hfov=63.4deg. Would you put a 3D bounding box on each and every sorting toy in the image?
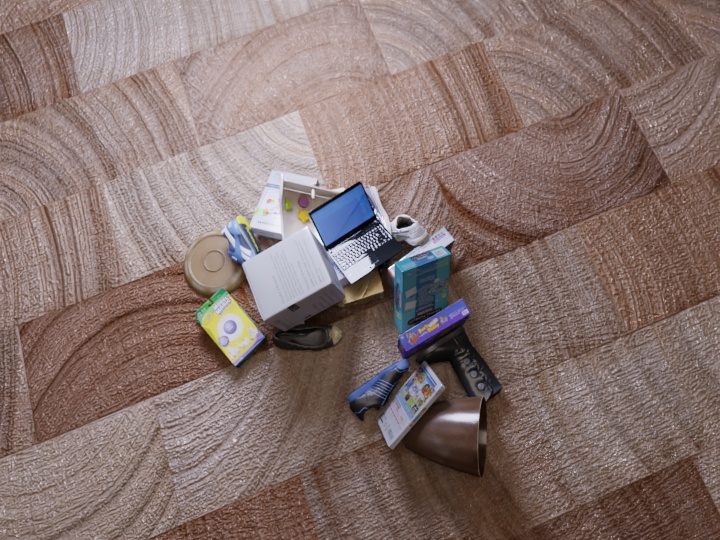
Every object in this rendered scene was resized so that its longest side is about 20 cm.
[{"bbox_3d":[-0.152,-0.149,1.612,0.194,0.106,0.187,9,79,-28],"label":"sorting toy"}]

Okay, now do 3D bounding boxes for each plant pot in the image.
[{"bbox_3d":[-0.423,-0.025,1.692,0.192,0.028,0.207,-1,74,2],"label":"plant pot"},{"bbox_3d":[0.212,0.408,1.469,0.193,0.187,0.194,0,71,20],"label":"plant pot"}]

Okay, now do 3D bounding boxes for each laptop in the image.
[{"bbox_3d":[-0.011,-0.103,1.546,0.174,0.105,0.201,-32,57,-13],"label":"laptop"}]

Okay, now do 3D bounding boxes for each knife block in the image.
[{"bbox_3d":[0.000,0.000,1.649,0.194,0.064,0.181,-17,72,-3],"label":"knife block"}]

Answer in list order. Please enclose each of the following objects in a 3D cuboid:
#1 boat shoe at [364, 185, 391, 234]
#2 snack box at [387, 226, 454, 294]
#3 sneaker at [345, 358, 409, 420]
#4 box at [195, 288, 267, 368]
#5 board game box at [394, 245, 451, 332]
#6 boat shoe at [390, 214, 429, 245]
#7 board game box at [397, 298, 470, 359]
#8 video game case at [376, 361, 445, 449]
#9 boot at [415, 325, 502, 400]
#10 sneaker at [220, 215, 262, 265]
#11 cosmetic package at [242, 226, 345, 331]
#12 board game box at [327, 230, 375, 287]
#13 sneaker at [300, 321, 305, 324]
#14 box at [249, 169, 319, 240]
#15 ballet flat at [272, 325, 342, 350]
[{"bbox_3d":[0.022,-0.155,1.673,0.090,0.076,0.204,-10,52,-14],"label":"boat shoe"},{"bbox_3d":[0.163,-0.021,1.607,0.197,0.143,0.054,-36,76,-8],"label":"snack box"},{"bbox_3d":[0.058,0.317,1.551,0.197,0.070,0.079,-34,84,-5],"label":"sneaker"},{"bbox_3d":[-0.365,0.154,1.618,0.117,0.049,0.200,-42,78,-10],"label":"box"},{"bbox_3d":[0.162,0.050,1.543,0.147,0.205,0.047,-19,39,-21],"label":"board game box"},{"bbox_3d":[0.120,-0.124,1.619,0.070,0.199,0.070,-38,113,-16],"label":"boat shoe"},{"bbox_3d":[0.193,0.160,1.554,0.196,0.135,0.046,-29,73,-7],"label":"board game box"},{"bbox_3d":[0.124,0.339,1.481,0.018,0.143,0.201,38,94,-19],"label":"video game case"},{"bbox_3d":[0.262,0.277,1.558,0.162,0.066,0.204,-30,78,-6],"label":"boot"},{"bbox_3d":[-0.327,-0.048,1.656,0.080,0.074,0.205,-23,97,9],"label":"sneaker"},{"bbox_3d":[-0.168,0.027,1.503,0.196,0.165,0.169,-28,71,4],"label":"cosmetic package"},{"bbox_3d":[-0.075,-0.049,1.635,0.197,0.044,0.202,-33,56,3],"label":"board game box"},{"bbox_3d":[-0.222,0.068,1.624,0.088,0.079,0.205,-22,66,-2],"label":"sneaker"},{"bbox_3d":[-0.221,-0.189,1.706,0.151,0.041,0.206,12,66,13],"label":"box"},{"bbox_3d":[-0.146,0.186,1.600,0.192,0.057,0.069,-6,73,0],"label":"ballet flat"}]
